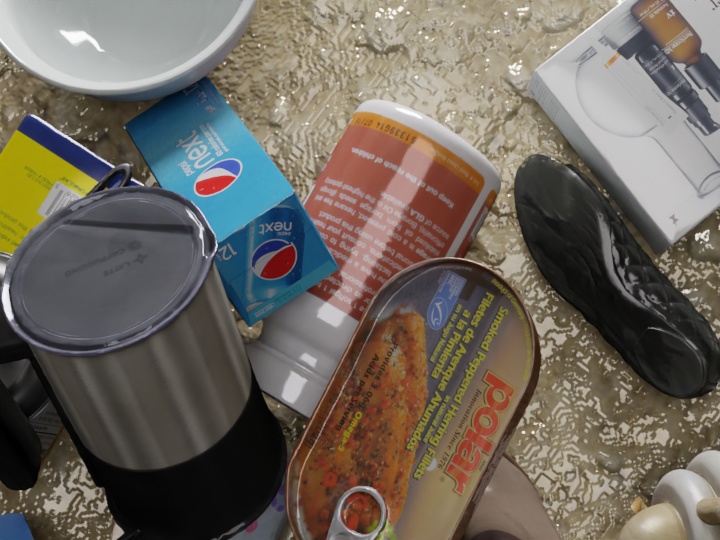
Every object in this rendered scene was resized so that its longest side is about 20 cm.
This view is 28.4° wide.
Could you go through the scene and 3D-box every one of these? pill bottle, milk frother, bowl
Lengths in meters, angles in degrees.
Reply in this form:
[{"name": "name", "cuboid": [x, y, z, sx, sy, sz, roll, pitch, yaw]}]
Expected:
[{"name": "pill bottle", "cuboid": [0.000, 0.000, 0.932, 0.111, 0.112, 0.202, 29, 82, 6]}, {"name": "milk frother", "cuboid": [-0.127, 0.099, 0.775, 0.179, 0.189, 0.201, -24, 47, -8]}, {"name": "bowl", "cuboid": [-0.152, -0.194, 0.969, 0.198, 0.091, 0.204, -2, 71, 6]}]

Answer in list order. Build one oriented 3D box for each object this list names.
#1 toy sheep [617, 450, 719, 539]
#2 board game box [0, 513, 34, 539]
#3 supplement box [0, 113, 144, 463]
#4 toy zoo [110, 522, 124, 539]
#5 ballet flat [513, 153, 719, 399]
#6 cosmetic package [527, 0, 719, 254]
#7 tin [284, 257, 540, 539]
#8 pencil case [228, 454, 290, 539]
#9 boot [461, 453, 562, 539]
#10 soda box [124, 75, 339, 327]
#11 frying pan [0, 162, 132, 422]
[{"name": "toy sheep", "cuboid": [0.255, 0.168, 0.891, 0.197, 0.138, 0.140, -1, 81, -9]}, {"name": "board game box", "cuboid": [-0.243, 0.250, 0.895, 0.158, 0.039, 0.200, -43, 38, -2]}, {"name": "supplement box", "cuboid": [-0.216, 0.019, 0.935, 0.109, 0.109, 0.201, 31, 83, 6]}, {"name": "toy zoo", "cuboid": [-0.080, 0.251, 0.940, 0.197, 0.020, 0.133, 12, 82, 4]}, {"name": "ballet flat", "cuboid": [0.171, 0.005, 0.968, 0.066, 0.057, 0.201, -41, 76, 23]}, {"name": "cosmetic package", "cuboid": [0.238, -0.133, 0.980, 0.199, 0.052, 0.151, -38, 85, -5]}, {"name": "tin", "cuboid": [0.033, 0.091, 0.844, 0.111, 0.042, 0.202, 27, 87, 26]}, {"name": "pencil case", "cuboid": [-0.112, 0.191, 0.889, 0.090, 0.083, 0.201, 7, 57, 41]}, {"name": "boot", "cuboid": [0.085, 0.171, 0.884, 0.200, 0.146, 0.070, 44, 97, 7]}, {"name": "soda box", "cuboid": [-0.086, -0.050, 0.905, 0.067, 0.200, 0.065, -33, 125, -4]}, {"name": "frying pan", "cuboid": [-0.201, 0.026, 0.867, 0.188, 0.031, 0.116, -28, 84, 0]}]
